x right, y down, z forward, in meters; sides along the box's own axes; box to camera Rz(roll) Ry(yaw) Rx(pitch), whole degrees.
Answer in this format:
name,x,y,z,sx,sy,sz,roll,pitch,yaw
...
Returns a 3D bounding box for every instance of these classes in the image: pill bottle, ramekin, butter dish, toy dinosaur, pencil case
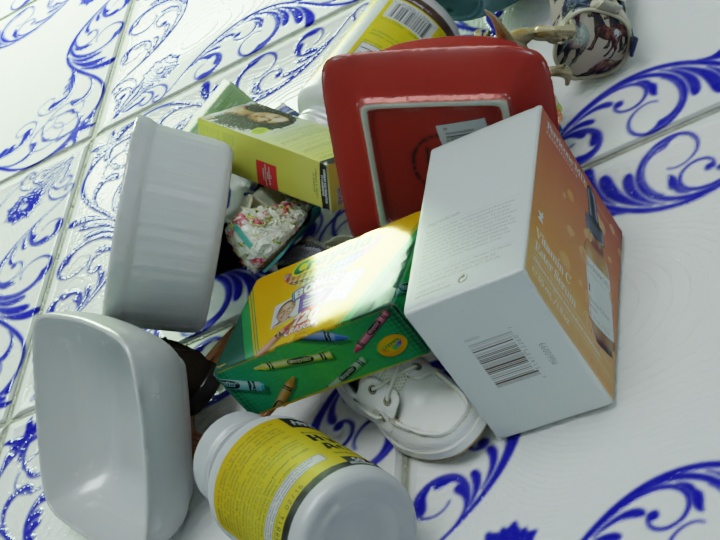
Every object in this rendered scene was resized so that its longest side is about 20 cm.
name,x,y,z,sx,sy,sz,roll,pitch,yaw
pill bottle,0.010,-0.184,1.798,0.109,0.110,0.201,7,53,49
ramekin,-0.179,-0.037,1.663,0.096,0.202,0.202,10,38,-6
pill bottle,-0.052,0.178,1.396,0.111,0.112,0.199,-46,33,-14
butter dish,0.083,-0.130,1.544,0.197,0.202,0.148,0,36,16
toy dinosaur,0.139,-0.195,1.590,0.100,0.059,0.200,0,3,-2
pencil case,0.223,-0.269,1.718,0.090,0.077,0.201,-49,22,34

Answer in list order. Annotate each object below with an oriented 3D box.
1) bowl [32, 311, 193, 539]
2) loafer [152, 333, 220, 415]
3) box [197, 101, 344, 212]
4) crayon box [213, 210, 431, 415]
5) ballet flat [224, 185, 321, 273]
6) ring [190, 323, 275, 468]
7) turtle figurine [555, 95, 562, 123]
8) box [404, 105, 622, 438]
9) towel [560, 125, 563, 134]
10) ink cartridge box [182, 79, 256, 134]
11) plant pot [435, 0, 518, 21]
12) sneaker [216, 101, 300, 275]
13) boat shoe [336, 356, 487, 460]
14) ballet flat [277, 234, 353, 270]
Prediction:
name,x,y,z,sx,sy,sz,roll,pitch,yaw
bowl,-0.212,0.135,1.571,0.074,0.202,0.199,-10,14,-34
loafer,-0.196,0.086,1.676,0.073,0.071,0.199,-56,24,-20
box,-0.068,-0.111,1.697,0.075,0.051,0.199,-22,31,-38
crayon box,-0.017,0.036,1.467,0.199,0.058,0.119,-22,30,35
ballet flat,-0.082,-0.051,1.687,0.076,0.064,0.200,-46,2,12
ring,-0.101,0.098,1.607,0.200,0.019,0.201,-38,26,22
turtle figurine,0.099,-0.148,1.666,0.199,0.065,0.162,-23,32,28
box,0.125,0.000,1.405,0.105,0.153,0.201,-20,36,27
towel,0.096,-0.106,1.694,0.199,0.024,0.145,-31,31,12
ink cartridge box,-0.172,-0.133,1.886,0.146,0.048,0.200,-50,11,1
plant pot,0.109,-0.336,1.821,0.199,0.200,0.136,-1,54,44
sneaker,-0.105,-0.065,1.805,0.200,0.081,0.115,-50,36,-6
boat shoe,0.027,0.096,1.461,0.071,0.069,0.199,-48,32,-15
ballet flat,0.000,0.000,1.612,0.072,0.072,0.199,-50,34,-20
